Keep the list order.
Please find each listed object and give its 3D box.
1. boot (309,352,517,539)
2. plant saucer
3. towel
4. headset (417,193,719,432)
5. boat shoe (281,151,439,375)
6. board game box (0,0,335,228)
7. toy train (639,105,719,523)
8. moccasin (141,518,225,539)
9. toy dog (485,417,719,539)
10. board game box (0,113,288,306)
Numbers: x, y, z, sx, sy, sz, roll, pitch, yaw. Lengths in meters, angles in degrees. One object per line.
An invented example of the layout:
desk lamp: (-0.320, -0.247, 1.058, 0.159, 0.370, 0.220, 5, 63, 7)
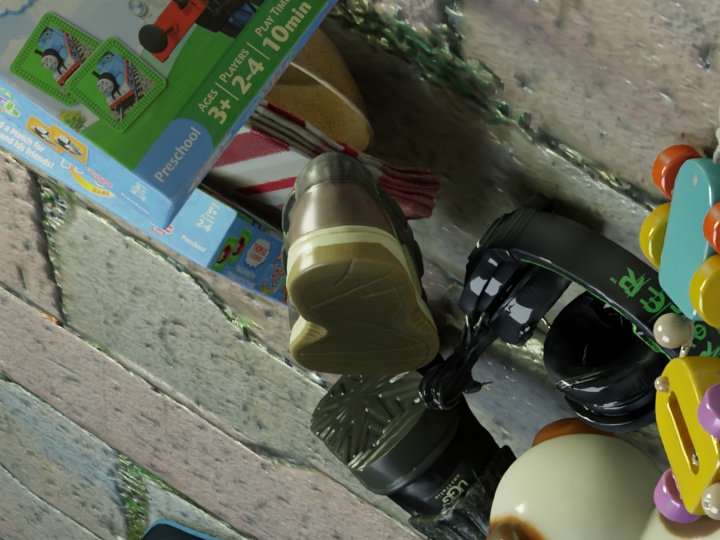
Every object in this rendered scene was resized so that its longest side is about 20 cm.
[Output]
boot: (0.056, 0.117, 1.479, 0.158, 0.079, 0.211, 43, -172, -15)
plant saucer: (-0.083, -0.107, 1.299, 0.200, 0.036, 0.200, 18, 167, 4)
towel: (-0.073, -0.069, 1.316, 0.200, 0.023, 0.144, 25, 168, -19)
headset: (0.090, 0.031, 1.296, 0.123, 0.094, 0.200, 42, 167, -16)
boat shoe: (-0.001, 0.000, 1.289, 0.072, 0.066, 0.201, -2, 164, 3)
board game box: (-0.118, -0.136, 1.154, 0.200, 0.151, 0.037, 35, 159, 2)
toy train: (0.166, 0.033, 1.114, 0.056, 0.200, 0.150, 1, 165, -18)
moccasin: (-0.108, 0.253, 2.174, 0.200, 0.068, 0.080, 9, 147, 52)
toy dog: (0.155, 0.142, 1.317, 0.200, 0.140, 0.194, 9, 144, 23)
board game box: (-0.105, -0.038, 1.458, 0.151, 0.037, 0.200, 31, 179, 15)
